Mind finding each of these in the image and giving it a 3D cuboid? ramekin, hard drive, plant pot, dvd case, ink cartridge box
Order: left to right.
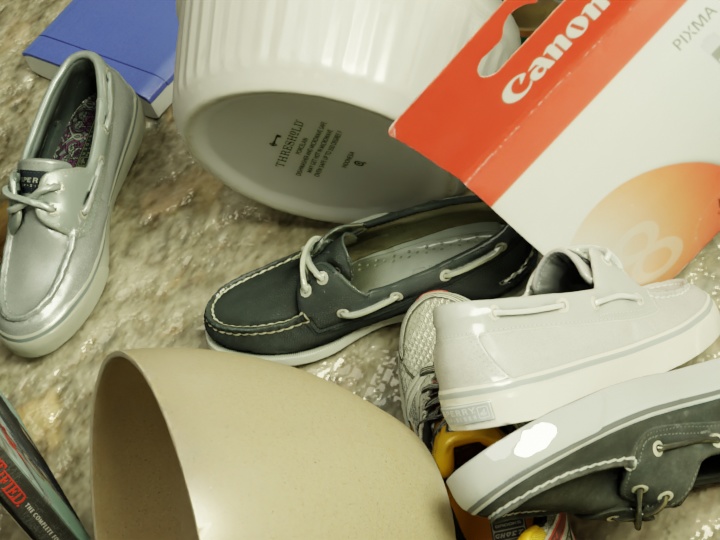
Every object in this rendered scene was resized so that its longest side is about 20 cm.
[{"bbox_3d":[-0.199,0.070,0.768,0.022,0.200,0.146,-35,48,-9],"label":"dvd case"},{"bbox_3d":[-0.132,-0.202,1.080,0.132,0.025,0.200,22,63,33],"label":"hard drive"},{"bbox_3d":[-0.035,0.127,0.688,0.134,0.201,0.200,-7,44,-22],"label":"plant pot"},{"bbox_3d":[-0.014,-0.101,0.849,0.202,0.202,0.094,2,66,22],"label":"ramekin"},{"bbox_3d":[0.132,-0.075,0.731,0.162,0.200,0.050,-47,50,13],"label":"ink cartridge box"}]

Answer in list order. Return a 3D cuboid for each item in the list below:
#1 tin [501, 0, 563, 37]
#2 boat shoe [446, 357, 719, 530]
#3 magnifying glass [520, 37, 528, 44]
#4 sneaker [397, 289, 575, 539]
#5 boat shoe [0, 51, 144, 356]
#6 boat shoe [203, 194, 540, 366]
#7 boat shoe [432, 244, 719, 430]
[{"bbox_3d":[0.114,-0.164,0.788,0.200,0.112,0.042,6,66,32],"label":"tin"},{"bbox_3d":[0.129,0.083,0.675,0.200,0.069,0.057,-12,66,-35],"label":"boat shoe"},{"bbox_3d":[0.106,-0.136,0.881,0.200,0.080,0.022,28,38,16],"label":"magnifying glass"},{"bbox_3d":[0.062,0.083,0.740,0.078,0.082,0.200,-21,48,3],"label":"sneaker"},{"bbox_3d":[-0.191,-0.047,0.930,0.070,0.072,0.201,0,59,21],"label":"boat shoe"},{"bbox_3d":[0.000,0.000,0.843,0.200,0.060,0.076,-16,49,8],"label":"boat shoe"},{"bbox_3d":[0.104,0.022,0.720,0.200,0.069,0.072,-15,3,-40],"label":"boat shoe"}]
